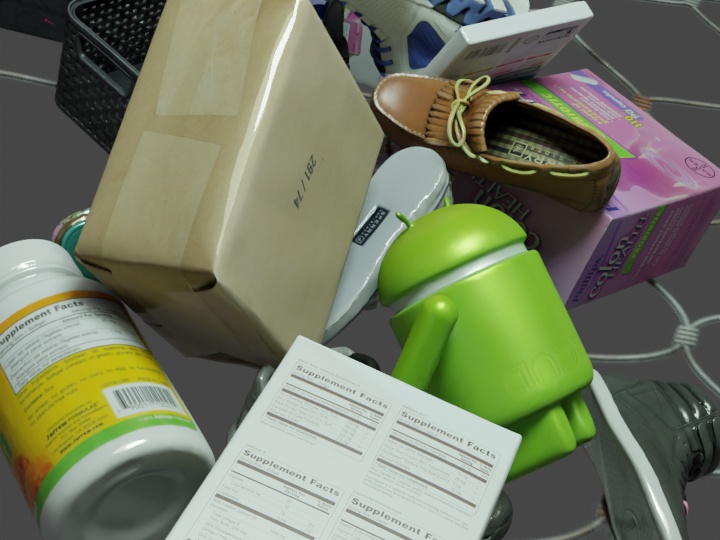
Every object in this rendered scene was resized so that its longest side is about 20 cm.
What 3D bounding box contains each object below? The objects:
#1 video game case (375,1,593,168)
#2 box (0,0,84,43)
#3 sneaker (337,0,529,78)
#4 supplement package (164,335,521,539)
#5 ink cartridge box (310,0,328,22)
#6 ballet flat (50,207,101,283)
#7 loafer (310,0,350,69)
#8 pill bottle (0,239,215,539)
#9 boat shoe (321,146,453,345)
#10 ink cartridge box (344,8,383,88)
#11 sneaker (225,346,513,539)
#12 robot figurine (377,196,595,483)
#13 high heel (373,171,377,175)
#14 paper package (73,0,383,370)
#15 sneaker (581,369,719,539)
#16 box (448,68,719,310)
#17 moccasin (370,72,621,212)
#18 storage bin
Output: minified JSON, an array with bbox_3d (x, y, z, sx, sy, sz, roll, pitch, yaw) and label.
[{"bbox_3d":[0.088,-0.150,1.239,0.143,0.200,0.018,-19,73,-36],"label":"video game case"},{"bbox_3d":[-0.333,-0.294,1.295,0.199,0.123,0.106,12,39,-8],"label":"box"},{"bbox_3d":[0.027,-0.200,1.185,0.199,0.115,0.081,13,41,-28],"label":"sneaker"},{"bbox_3d":[-0.022,0.175,0.848,0.150,0.152,0.200,24,39,7],"label":"supplement package"},{"bbox_3d":[-0.088,-0.143,1.135,0.099,0.039,0.201,11,66,-1],"label":"ink cartridge box"},{"bbox_3d":[-0.139,-0.022,1.110,0.199,0.069,0.071,0,24,-27],"label":"ballet flat"},{"bbox_3d":[-0.030,-0.128,1.196,0.063,0.072,0.201,5,76,25],"label":"loafer"},{"bbox_3d":[-0.181,0.075,0.935,0.111,0.111,0.200,-11,48,-32],"label":"pill bottle"},{"bbox_3d":[0.000,0.000,1.106,0.071,0.070,0.200,28,71,34],"label":"boat shoe"},{"bbox_3d":[-0.007,-0.254,1.406,0.199,0.085,0.145,19,39,-1],"label":"ink cartridge box"},{"bbox_3d":[0.015,0.112,0.965,0.199,0.116,0.075,17,39,-2],"label":"sneaker"},{"bbox_3d":[0.086,0.043,1.037,0.175,0.115,0.201,-16,80,-61],"label":"robot figurine"},{"bbox_3d":[0.048,-0.053,1.184,0.200,0.096,0.067,40,44,24],"label":"high heel"},{"bbox_3d":[-0.076,-0.054,0.977,0.103,0.191,0.201,8,69,22],"label":"paper package"},{"bbox_3d":[0.222,0.142,1.045,0.099,0.071,0.200,1,38,-14],"label":"sneaker"},{"bbox_3d":[0.178,-0.073,1.238,0.200,0.097,0.176,-16,50,-46],"label":"box"},{"bbox_3d":[0.097,-0.104,1.111,0.201,0.078,0.074,28,71,23],"label":"moccasin"},{"bbox_3d":[-0.142,-0.173,1.254,0.135,0.094,0.200,41,43,25],"label":"storage bin"}]
